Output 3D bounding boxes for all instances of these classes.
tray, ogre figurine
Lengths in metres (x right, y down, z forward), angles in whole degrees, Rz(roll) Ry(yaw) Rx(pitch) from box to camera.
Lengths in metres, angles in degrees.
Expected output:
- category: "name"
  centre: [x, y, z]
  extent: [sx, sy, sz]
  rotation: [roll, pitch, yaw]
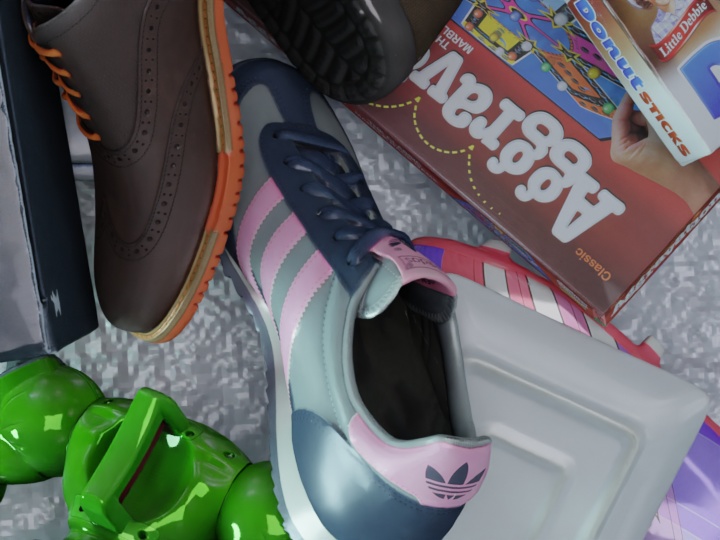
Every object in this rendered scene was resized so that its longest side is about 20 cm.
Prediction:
- category: "tray"
  centre: [0.036, 0.111, 0.789]
  extent: [0.107, 0.022, 0.201]
  rotation: [24, 105, -1]
- category: "ogre figurine"
  centre: [-0.082, 0.104, 0.768]
  extent: [0.200, 0.098, 0.120]
  rotation: [19, 81, 35]

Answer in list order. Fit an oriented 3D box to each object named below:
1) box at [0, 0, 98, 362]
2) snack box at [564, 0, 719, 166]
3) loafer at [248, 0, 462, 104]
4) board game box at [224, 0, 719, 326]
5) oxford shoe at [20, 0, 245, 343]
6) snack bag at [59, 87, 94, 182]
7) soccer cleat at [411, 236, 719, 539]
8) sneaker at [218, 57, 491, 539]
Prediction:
- category: "box"
  centre: [-0.202, -0.033, 0.739]
  extent: [0.199, 0.107, 0.149]
  rotation: [-9, 92, 2]
- category: "snack box"
  centre: [0.162, -0.121, 0.776]
  extent: [0.200, 0.024, 0.072]
  rotation: [-39, 96, -24]
- category: "loafer"
  centre: [-0.031, -0.154, 0.777]
  extent: [0.071, 0.073, 0.200]
  rotation: [-32, 92, -36]
- category: "board game box"
  centre: [0.047, -0.082, 0.798]
  extent: [0.200, 0.019, 0.103]
  rotation: [41, 85, 17]
- category: "oxford shoe"
  centre: [-0.082, -0.069, 0.737]
  extent: [0.072, 0.071, 0.201]
  rotation: [-8, 112, -32]
- category: "snack bag"
  centre: [-0.153, -0.128, 0.803]
  extent: [0.199, 0.021, 0.189]
  rotation: [2, 88, -2]
- category: "soccer cleat"
  centre: [0.088, 0.064, 0.807]
  extent: [0.200, 0.067, 0.077]
  rotation: [37, 73, -8]
- category: "sneaker"
  centre: [0.000, 0.000, 0.750]
  extent: [0.070, 0.082, 0.201]
  rotation: [2, 59, -36]
